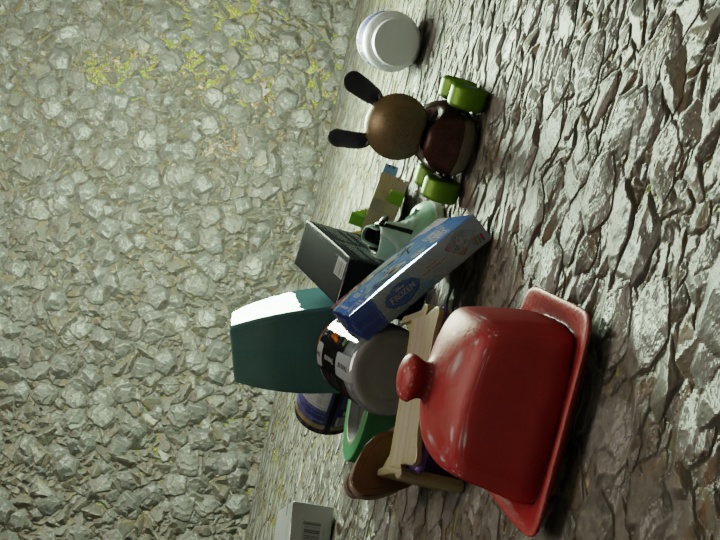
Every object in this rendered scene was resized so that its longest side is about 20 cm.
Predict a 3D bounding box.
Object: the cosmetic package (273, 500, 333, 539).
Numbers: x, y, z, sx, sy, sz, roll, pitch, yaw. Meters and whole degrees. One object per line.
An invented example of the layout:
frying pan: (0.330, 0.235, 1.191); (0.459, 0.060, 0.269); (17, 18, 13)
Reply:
cosmetic package: (-0.110, 0.494, 2.011); (0.200, 0.080, 0.114); (126, 154, -66)

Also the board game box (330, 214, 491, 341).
board game box: (0.058, 0.006, 1.408); (0.199, 0.043, 0.200); (-39, 6, -7)

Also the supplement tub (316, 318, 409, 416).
supplement tub: (0.011, 0.126, 1.534); (0.200, 0.122, 0.124); (-163, 86, -70)

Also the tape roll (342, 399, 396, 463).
tape roll: (0.019, 0.204, 1.716); (0.200, 0.048, 0.202); (-167, 90, -81)

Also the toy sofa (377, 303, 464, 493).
toy sofa: (0.089, 0.144, 1.235); (0.097, 0.082, 0.202); (-28, 49, 61)

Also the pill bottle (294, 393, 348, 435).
pill bottle: (-0.043, 0.184, 1.929); (0.112, 0.111, 0.201); (-90, 16, -56)

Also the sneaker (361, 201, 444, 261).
sneaker: (0.060, -0.064, 1.611); (0.201, 0.117, 0.074); (-97, 20, -69)

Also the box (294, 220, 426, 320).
box: (0.000, 0.000, 1.663); (0.200, 0.140, 0.080); (41, 117, 62)

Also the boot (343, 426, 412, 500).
boot: (0.023, 0.243, 1.333); (0.199, 0.070, 0.146); (-27, -12, -44)

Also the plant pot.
plant pot: (-0.101, 0.111, 1.701); (0.141, 0.198, 0.143); (-114, 20, -76)

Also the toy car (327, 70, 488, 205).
toy car: (0.059, -0.205, 1.555); (0.158, 0.198, 0.166); (-106, 31, -72)

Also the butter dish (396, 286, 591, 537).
butter dish: (0.104, 0.109, 0.984); (0.199, 0.147, 0.202); (-136, 59, -81)

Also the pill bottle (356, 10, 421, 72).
pill bottle: (0.059, -0.459, 2.190); (0.200, 0.119, 0.121); (-114, 38, -76)

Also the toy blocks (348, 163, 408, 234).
toy blocks: (0.040, -0.108, 1.946); (0.137, 0.099, 0.201); (-70, 0, -47)
